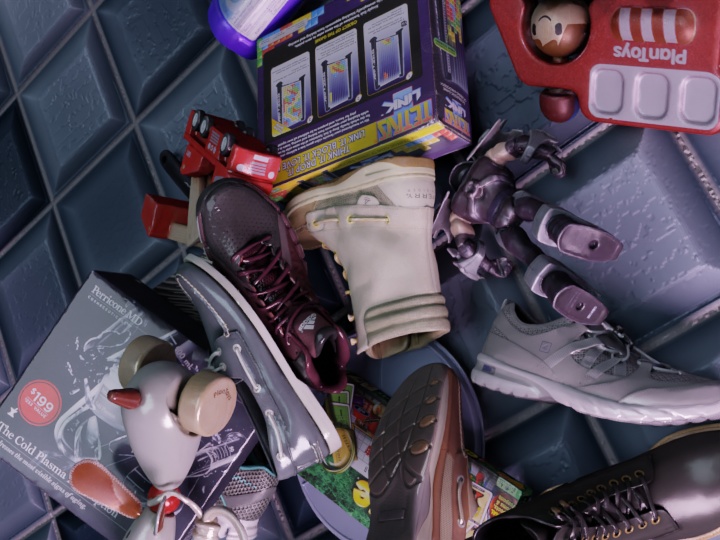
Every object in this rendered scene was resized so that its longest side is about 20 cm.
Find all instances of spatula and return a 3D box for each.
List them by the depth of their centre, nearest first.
[{"bbox_3d":[-0.159,-0.056,1.021,0.200,0.021,0.057,52,121,28],"label":"spatula"}]

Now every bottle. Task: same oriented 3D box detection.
[{"bbox_3d":[-0.066,-0.295,0.935,0.200,0.065,0.084,-44,37,26],"label":"bottle"}]

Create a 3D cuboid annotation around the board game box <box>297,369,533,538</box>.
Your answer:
[{"bbox_3d":[0.037,0.175,0.820,0.200,0.023,0.105,29,103,33],"label":"board game box"}]

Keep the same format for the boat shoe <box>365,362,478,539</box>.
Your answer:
[{"bbox_3d":[0.051,0.171,0.757,0.076,0.072,0.200,-15,57,49],"label":"boat shoe"}]

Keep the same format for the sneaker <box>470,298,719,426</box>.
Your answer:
[{"bbox_3d":[0.176,0.066,0.732,0.200,0.075,0.082,10,85,32],"label":"sneaker"}]

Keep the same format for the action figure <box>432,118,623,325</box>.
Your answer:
[{"bbox_3d":[0.122,-0.040,0.769,0.200,0.069,0.130,53,129,53],"label":"action figure"}]

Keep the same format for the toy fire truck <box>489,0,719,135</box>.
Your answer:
[{"bbox_3d":[0.184,-0.190,0.733,0.200,0.112,0.168,13,113,37],"label":"toy fire truck"}]

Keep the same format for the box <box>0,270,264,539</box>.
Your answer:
[{"bbox_3d":[-0.196,0.129,0.881,0.200,0.104,0.182,34,90,5],"label":"box"}]

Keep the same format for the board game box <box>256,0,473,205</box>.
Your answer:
[{"bbox_3d":[-0.002,-0.162,0.874,0.200,0.057,0.166,-16,67,35],"label":"board game box"}]

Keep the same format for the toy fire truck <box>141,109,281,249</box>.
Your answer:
[{"bbox_3d":[-0.144,-0.073,0.920,0.200,0.049,0.141,41,115,57],"label":"toy fire truck"}]

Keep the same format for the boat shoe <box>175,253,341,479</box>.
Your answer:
[{"bbox_3d":[-0.096,0.077,0.791,0.062,0.073,0.200,-36,86,-15],"label":"boat shoe"}]

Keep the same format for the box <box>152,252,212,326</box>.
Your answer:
[{"bbox_3d":[-0.151,0.034,0.971,0.200,0.068,0.082,-33,82,30],"label":"box"}]

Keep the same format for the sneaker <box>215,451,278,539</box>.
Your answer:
[{"bbox_3d":[-0.151,0.170,0.975,0.200,0.078,0.091,41,104,22],"label":"sneaker"}]

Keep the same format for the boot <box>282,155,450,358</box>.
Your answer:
[{"bbox_3d":[0.000,0.000,0.846,0.200,0.072,0.155,-20,75,53],"label":"boot"}]

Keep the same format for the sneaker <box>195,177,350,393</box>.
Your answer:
[{"bbox_3d":[-0.057,0.016,0.802,0.200,0.076,0.115,61,165,-21],"label":"sneaker"}]

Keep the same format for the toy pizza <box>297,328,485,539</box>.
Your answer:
[{"bbox_3d":[0.024,0.147,0.864,0.200,0.032,0.200,-5,82,34],"label":"toy pizza"}]

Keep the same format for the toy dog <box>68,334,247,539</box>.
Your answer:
[{"bbox_3d":[-0.167,0.151,0.762,0.132,0.096,0.200,-5,89,34],"label":"toy dog"}]

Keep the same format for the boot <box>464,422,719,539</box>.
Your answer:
[{"bbox_3d":[0.182,0.166,0.680,0.200,0.138,0.078,-34,67,29],"label":"boot"}]
